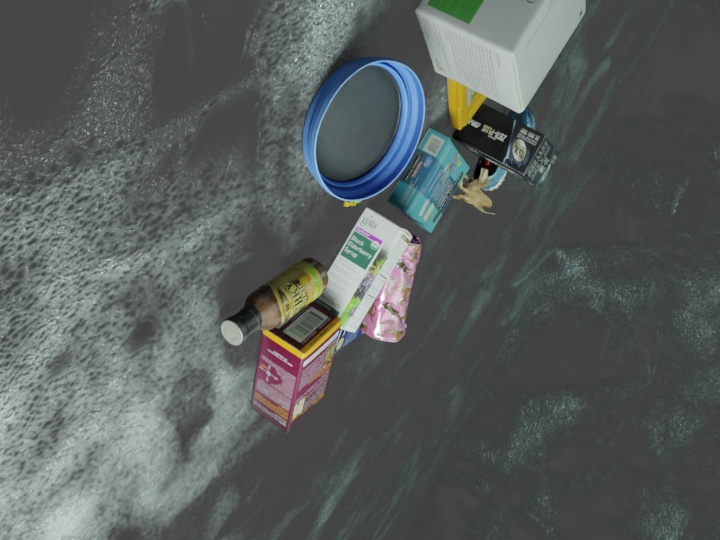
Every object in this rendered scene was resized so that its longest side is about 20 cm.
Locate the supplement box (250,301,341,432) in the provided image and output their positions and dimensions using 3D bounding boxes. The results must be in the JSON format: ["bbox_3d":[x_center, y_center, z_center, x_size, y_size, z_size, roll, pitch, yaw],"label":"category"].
[{"bbox_3d":[-0.109,0.157,1.435,0.110,0.085,0.201,-40,153,-44],"label":"supplement box"}]

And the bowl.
[{"bbox_3d":[0.004,-0.194,1.174,0.200,0.039,0.201,-27,133,-33],"label":"bowl"}]

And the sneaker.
[{"bbox_3d":[0.307,-0.264,1.853,0.201,0.078,0.090,-63,157,12],"label":"sneaker"}]

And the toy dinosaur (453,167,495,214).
[{"bbox_3d":[0.230,-0.156,1.781,0.058,0.101,0.200,-54,160,-12],"label":"toy dinosaur"}]

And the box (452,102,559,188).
[{"bbox_3d":[0.291,-0.247,1.703,0.086,0.163,0.200,-62,161,8],"label":"box"}]

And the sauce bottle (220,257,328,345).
[{"bbox_3d":[-0.125,0.047,1.263,0.200,0.065,0.065,-39,153,-46],"label":"sauce bottle"}]

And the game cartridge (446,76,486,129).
[{"bbox_3d":[0.215,-0.365,1.537,0.177,0.032,0.200,-54,159,-14],"label":"game cartridge"}]

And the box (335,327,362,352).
[{"bbox_3d":[0.005,0.076,1.677,0.200,0.032,0.122,-29,145,-56],"label":"box"}]

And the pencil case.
[{"bbox_3d":[0.057,0.028,1.595,0.086,0.082,0.201,-8,111,-60],"label":"pencil case"}]

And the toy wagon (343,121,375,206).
[{"bbox_3d":[0.009,-0.170,1.305,0.155,0.039,0.201,-44,156,-36],"label":"toy wagon"}]

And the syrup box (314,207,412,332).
[{"bbox_3d":[0.000,0.000,1.480,0.201,0.079,0.081,-59,161,1],"label":"syrup box"}]

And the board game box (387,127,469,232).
[{"bbox_3d":[0.130,-0.163,1.606,0.151,0.047,0.200,-59,161,2],"label":"board game box"}]

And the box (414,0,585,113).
[{"bbox_3d":[0.214,-0.386,1.286,0.200,0.171,0.200,-57,161,-4],"label":"box"}]
